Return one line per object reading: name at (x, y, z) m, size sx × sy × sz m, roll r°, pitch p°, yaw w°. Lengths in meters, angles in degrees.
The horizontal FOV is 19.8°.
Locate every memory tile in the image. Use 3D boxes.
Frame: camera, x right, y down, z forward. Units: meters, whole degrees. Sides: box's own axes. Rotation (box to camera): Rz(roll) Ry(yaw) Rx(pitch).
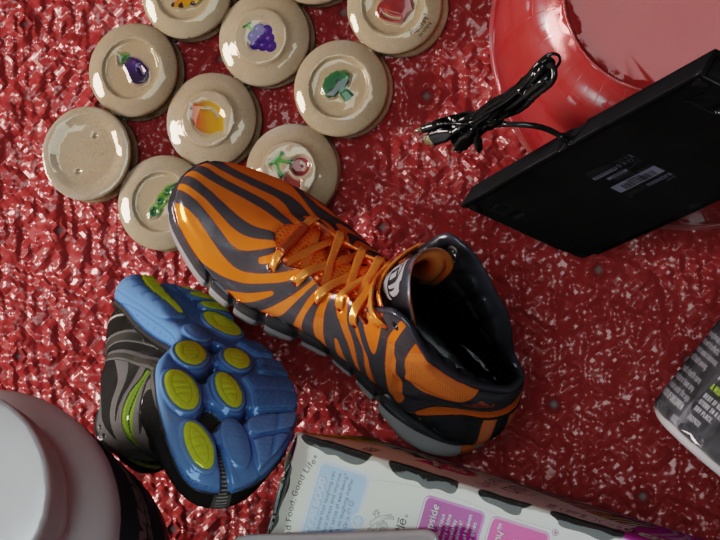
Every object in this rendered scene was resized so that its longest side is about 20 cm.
memory tile at (-0.062, -0.098, 1.062) m, size 0.153 × 0.017 × 0.200 m, roll 34°, pitch 95°, yaw 14°

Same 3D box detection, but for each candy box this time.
candy box at (0.070, 0.130, 0.952) m, size 0.199 × 0.136 × 0.061 m, roll 15°, pitch 88°, yaw 14°

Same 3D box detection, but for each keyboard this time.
keyboard at (0.105, -0.057, 0.917) m, size 0.127 × 0.200 × 0.021 m, roll 23°, pitch 66°, yaw -21°

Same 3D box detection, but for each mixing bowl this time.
mixing bowl at (0.149, -0.123, 0.963) m, size 0.199 × 0.108 × 0.201 m, roll -1°, pitch 85°, yaw 14°

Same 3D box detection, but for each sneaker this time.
sneaker at (-0.083, 0.067, 0.986) m, size 0.070 × 0.200 × 0.083 m, roll 11°, pitch 104°, yaw -22°
sneaker at (0.000, 0.000, 0.976) m, size 0.200 × 0.112 × 0.078 m, roll 35°, pitch 65°, yaw 3°

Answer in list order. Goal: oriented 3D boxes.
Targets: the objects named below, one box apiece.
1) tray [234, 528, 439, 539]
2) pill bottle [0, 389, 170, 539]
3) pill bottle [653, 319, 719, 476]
tray at (-0.004, 0.212, 0.878) m, size 0.107 × 0.022 × 0.201 m, roll -6°, pitch 83°, yaw 31°
pill bottle at (-0.158, 0.119, 0.919) m, size 0.119 × 0.200 × 0.120 m, roll -2°, pitch 73°, yaw 5°
pill bottle at (0.232, 0.018, 0.932) m, size 0.106 × 0.106 × 0.200 m, roll 39°, pitch 96°, yaw 13°
